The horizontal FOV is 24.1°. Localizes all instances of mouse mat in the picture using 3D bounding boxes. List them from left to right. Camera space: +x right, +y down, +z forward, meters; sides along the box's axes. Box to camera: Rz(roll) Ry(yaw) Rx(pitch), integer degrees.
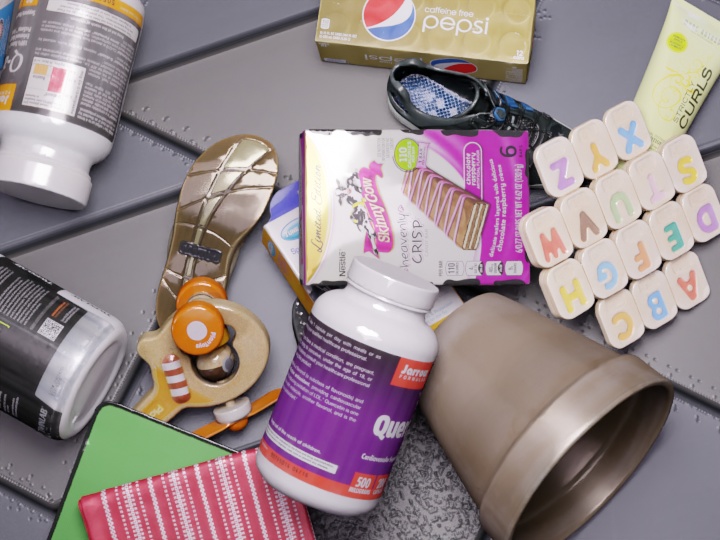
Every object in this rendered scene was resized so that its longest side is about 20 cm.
[{"bbox_3d":[-0.192,0.232,1.496,0.160,0.008,0.201,22,95,2],"label":"mouse mat"}]

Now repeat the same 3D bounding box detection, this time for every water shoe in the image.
[{"bbox_3d":[0.114,-0.132,1.534,0.199,0.079,0.072,21,82,7],"label":"water shoe"}]

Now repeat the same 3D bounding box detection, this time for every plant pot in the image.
[{"bbox_3d":[0.139,0.118,1.446,0.200,0.200,0.173,-45,63,-5],"label":"plant pot"}]

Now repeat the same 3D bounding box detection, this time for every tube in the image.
[{"bbox_3d":[0.278,-0.150,1.543,0.052,0.058,0.201,18,75,41],"label":"tube"}]

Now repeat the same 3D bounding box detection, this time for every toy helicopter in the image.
[{"bbox_3d":[-0.159,0.113,1.513,0.200,0.079,0.132,-44,106,12],"label":"toy helicopter"}]

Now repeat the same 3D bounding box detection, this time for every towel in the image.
[{"bbox_3d":[-0.139,0.243,1.479,0.199,0.022,0.146,-16,91,3],"label":"towel"}]

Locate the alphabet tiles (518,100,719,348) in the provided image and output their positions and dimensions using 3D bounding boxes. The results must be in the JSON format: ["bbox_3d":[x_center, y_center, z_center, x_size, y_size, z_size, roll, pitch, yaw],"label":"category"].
[{"bbox_3d":[0.234,-0.041,1.489,0.199,0.015,0.197,-27,102,-24],"label":"alphabet tiles"}]

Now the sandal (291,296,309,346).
[{"bbox_3d":[-0.018,0.112,1.519,0.075,0.048,0.202,-7,66,-2],"label":"sandal"}]

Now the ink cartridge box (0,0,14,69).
[{"bbox_3d":[-0.410,-0.287,1.537,0.144,0.200,0.148,7,80,5],"label":"ink cartridge box"}]

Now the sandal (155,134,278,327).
[{"bbox_3d":[-0.135,-0.032,1.550,0.080,0.054,0.201,20,96,1],"label":"sandal"}]

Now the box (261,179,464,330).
[{"bbox_3d":[0.000,0.000,1.519,0.119,0.042,0.201,-28,71,-17],"label":"box"}]

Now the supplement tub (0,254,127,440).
[{"bbox_3d":[-0.320,0.056,1.507,0.199,0.123,0.123,28,83,8],"label":"supplement tub"}]

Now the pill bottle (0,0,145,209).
[{"bbox_3d":[-0.274,-0.165,1.549,0.116,0.116,0.201,12,80,6],"label":"pill bottle"}]

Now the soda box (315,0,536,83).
[{"bbox_3d":[0.061,-0.224,1.563,0.199,0.064,0.068,7,80,5],"label":"soda box"}]

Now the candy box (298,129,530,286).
[{"bbox_3d":[0.046,-0.054,1.469,0.199,0.061,0.137,-1,90,-7],"label":"candy box"}]

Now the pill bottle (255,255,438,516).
[{"bbox_3d":[-0.005,0.095,1.403,0.112,0.112,0.201,23,99,8],"label":"pill bottle"}]
